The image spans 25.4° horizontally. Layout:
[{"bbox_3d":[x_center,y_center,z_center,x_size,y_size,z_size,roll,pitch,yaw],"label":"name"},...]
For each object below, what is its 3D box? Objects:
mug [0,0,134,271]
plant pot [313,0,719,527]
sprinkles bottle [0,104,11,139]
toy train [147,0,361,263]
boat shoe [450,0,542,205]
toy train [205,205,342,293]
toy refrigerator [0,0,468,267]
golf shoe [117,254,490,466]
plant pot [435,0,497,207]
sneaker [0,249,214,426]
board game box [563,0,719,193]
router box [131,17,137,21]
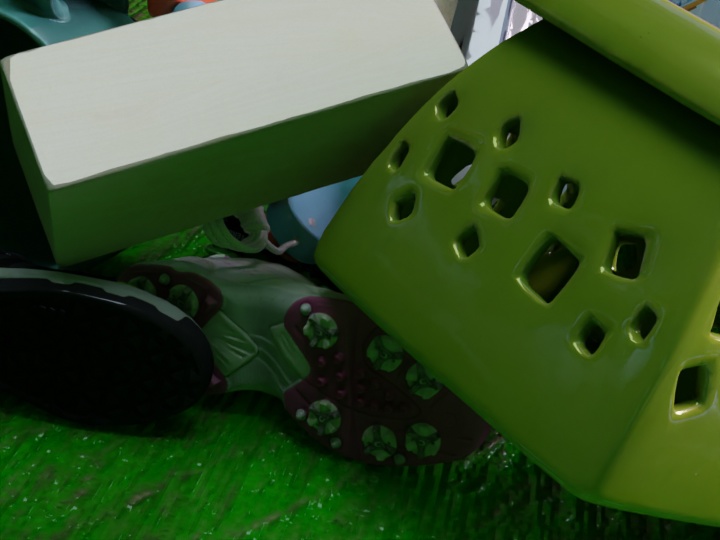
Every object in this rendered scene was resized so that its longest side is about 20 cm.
[{"bbox_3d":[-0.159,-0.081,0.843,0.153,0.184,0.114,58,31,2],"label":"mug"},{"bbox_3d":[0.133,-0.016,0.711,0.198,0.183,0.200,17,18,-47],"label":"plant pot"},{"bbox_3d":[-0.188,-0.104,1.021,0.067,0.069,0.200,10,23,2],"label":"sprinkles bottle"},{"bbox_3d":[-0.058,-0.080,0.834,0.149,0.056,0.202,10,56,-36],"label":"toy train"},{"bbox_3d":[0.074,-0.075,0.852,0.069,0.202,0.071,18,-23,-11],"label":"boat shoe"},{"bbox_3d":[0.000,0.000,0.894,0.198,0.042,0.056,21,15,24],"label":"toy train"},{"bbox_3d":[-0.057,-0.074,0.736,0.198,0.070,0.076,-18,62,-17],"label":"toy refrigerator"},{"bbox_3d":[-0.021,0.032,0.771,0.198,0.076,0.091,20,22,20],"label":"golf shoe"},{"bbox_3d":[0.019,-0.122,0.983,0.198,0.201,0.185,2,50,-16],"label":"plant pot"},{"bbox_3d":[-0.160,0.013,0.751,0.197,0.072,0.083,11,30,5],"label":"sneaker"},{"bbox_3d":[0.175,-0.133,0.883,0.198,0.202,0.041,-19,-35,30],"label":"board game box"},{"bbox_3d":[-0.279,-0.173,1.163,0.198,0.053,0.157,-8,28,-34],"label":"router box"}]
